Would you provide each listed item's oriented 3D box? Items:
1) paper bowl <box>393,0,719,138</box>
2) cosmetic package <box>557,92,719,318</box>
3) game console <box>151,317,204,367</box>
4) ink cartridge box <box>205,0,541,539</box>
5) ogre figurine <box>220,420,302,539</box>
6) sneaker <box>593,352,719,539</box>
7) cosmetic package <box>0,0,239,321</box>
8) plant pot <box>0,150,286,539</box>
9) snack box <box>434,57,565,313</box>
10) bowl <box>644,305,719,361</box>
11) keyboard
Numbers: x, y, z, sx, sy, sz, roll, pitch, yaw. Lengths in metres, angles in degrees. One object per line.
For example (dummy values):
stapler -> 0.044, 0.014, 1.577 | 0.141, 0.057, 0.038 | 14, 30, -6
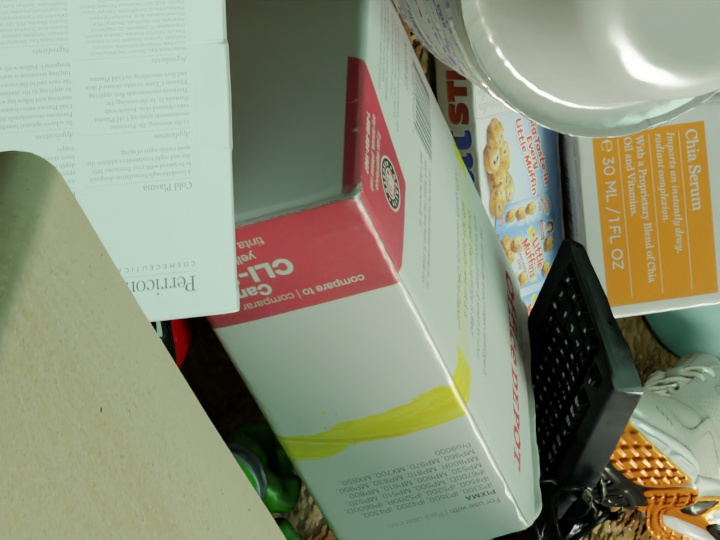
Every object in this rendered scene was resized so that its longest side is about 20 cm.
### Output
paper bowl -> 0.112, -0.148, 1.023 | 0.200, 0.104, 0.202 | -18, 125, -27
cosmetic package -> 0.197, -0.043, 1.267 | 0.071, 0.198, 0.102 | -114, -164, -77
game console -> -0.134, -0.051, 0.972 | 0.172, 0.118, 0.201 | -71, 155, -73
ink cartridge box -> 0.000, 0.000, 1.049 | 0.146, 0.083, 0.201 | -89, 158, -47
ogre figurine -> -0.060, 0.157, 1.026 | 0.120, 0.098, 0.201 | 23, 86, -64
sneaker -> 0.154, 0.077, 1.332 | 0.200, 0.075, 0.093 | 38, 56, -56
cosmetic package -> -0.141, -0.052, 0.870 | 0.199, 0.052, 0.152 | -5, 97, -26
plant pot -> -0.152, 0.114, 0.764 | 0.178, 0.198, 0.201 | -81, 152, -43
snack box -> 0.067, -0.042, 1.233 | 0.072, 0.024, 0.202 | -19, 108, -53
bowl -> 0.231, -0.047, 1.386 | 0.200, 0.104, 0.202 | -6, 98, -53
keyboard -> 0.075, 0.079, 1.143 | 0.039, 0.105, 0.200 | -14, 152, -17
